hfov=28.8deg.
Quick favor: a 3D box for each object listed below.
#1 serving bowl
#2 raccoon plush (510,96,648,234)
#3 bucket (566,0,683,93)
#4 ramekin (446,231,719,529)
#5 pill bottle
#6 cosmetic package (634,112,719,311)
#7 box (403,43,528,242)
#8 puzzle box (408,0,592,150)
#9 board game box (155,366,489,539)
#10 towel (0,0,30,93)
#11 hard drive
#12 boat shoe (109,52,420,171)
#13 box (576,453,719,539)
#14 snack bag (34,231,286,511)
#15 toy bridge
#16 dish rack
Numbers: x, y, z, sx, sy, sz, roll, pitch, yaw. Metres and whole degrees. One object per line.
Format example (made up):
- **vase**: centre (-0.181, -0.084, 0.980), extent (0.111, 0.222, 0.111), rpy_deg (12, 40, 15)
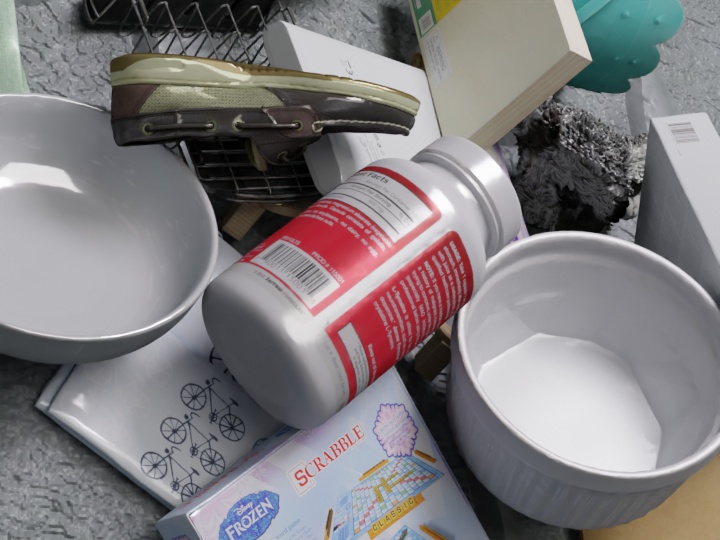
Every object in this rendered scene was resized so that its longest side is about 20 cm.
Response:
- **serving bowl**: centre (-0.190, -0.017, 0.857), extent (0.199, 0.066, 0.201), rpy_deg (14, 45, -14)
- **raccoon plush**: centre (0.187, -0.121, 1.150), extent (0.134, 0.096, 0.201), rpy_deg (-49, 134, -45)
- **bucket**: centre (0.168, -0.251, 1.174), extent (0.134, 0.207, 0.208), rpy_deg (4, 64, -24)
- **ramekin**: centre (0.152, 0.081, 0.966), extent (0.199, 0.105, 0.201), rpy_deg (6, 51, -7)
- **pill bottle**: centre (0.006, 0.001, 0.895), extent (0.200, 0.112, 0.112), rpy_deg (-38, 91, -26)
- **cosmetic package**: centre (0.262, 0.001, 1.067), extent (0.051, 0.151, 0.200), rpy_deg (-6, 44, -6)
- **box**: centre (0.086, -0.096, 1.134), extent (0.039, 0.041, 0.201), rpy_deg (-3, 69, -35)
- **puzzle box**: centre (0.099, -0.198, 1.075), extent (0.025, 0.133, 0.201), rpy_deg (17, 48, -36)
- **board game box**: centre (-0.004, 0.191, 0.896), extent (0.200, 0.041, 0.200), rpy_deg (-33, 96, -43)
- **towel**: centre (-0.313, -0.168, 0.893), extent (0.199, 0.023, 0.153), rpy_deg (2, 65, -35)
- **hard drive**: centre (0.019, -0.103, 1.029), extent (0.200, 0.026, 0.132), rpy_deg (9, 55, -53)
- **boat shoe**: centre (-0.062, -0.097, 0.902), extent (0.200, 0.072, 0.066), rpy_deg (6, 92, -13)
- **box**: centre (0.244, 0.192, 1.049), extent (0.163, 0.021, 0.201), rpy_deg (-7, 66, 0)
- **snack bag**: centre (-0.089, 0.073, 0.929), extent (0.188, 0.021, 0.200), rpy_deg (40, 49, -12)
- **toy bridge**: centre (0.000, 0.000, 1.000), extent (0.200, 0.067, 0.027), rpy_deg (36, 20, -14)
- **dish rack**: centre (-0.095, -0.130, 0.996), extent (0.153, 0.055, 0.201), rpy_deg (-6, 66, -41)
